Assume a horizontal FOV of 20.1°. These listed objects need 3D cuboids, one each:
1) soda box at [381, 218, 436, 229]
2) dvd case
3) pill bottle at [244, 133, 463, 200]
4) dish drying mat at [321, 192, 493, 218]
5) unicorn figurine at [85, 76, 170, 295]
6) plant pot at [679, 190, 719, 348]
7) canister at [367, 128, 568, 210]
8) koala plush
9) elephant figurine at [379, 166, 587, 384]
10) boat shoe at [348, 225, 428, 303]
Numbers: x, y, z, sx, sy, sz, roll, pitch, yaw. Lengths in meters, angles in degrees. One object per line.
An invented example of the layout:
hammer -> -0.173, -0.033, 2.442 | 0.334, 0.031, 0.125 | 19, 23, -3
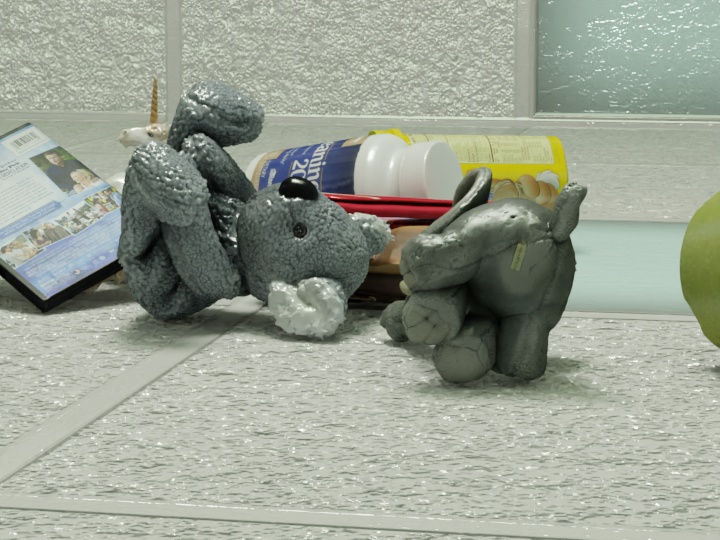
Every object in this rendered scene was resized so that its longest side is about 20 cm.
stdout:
soda box -> 0.064, -0.014, 1.833 | 0.198, 0.064, 0.070 | 2, 9, 10
dvd case -> -0.286, -0.050, 1.792 | 0.142, 0.018, 0.200 | -32, 55, -34
pill bottle -> -0.006, -0.070, 1.938 | 0.199, 0.112, 0.111 | -7, 4, 30
dish drying mat -> 0.043, -0.057, 1.794 | 0.198, 0.018, 0.077 | 1, 5, -27
unicorn figurine -> -0.221, -0.060, 1.868 | 0.136, 0.201, 0.074 | -18, -31, -4
plant pot -> 0.330, -0.005, 1.434 | 0.199, 0.202, 0.184 | -4, -2, -27
canister -> 0.098, -0.082, 2.079 | 0.198, 0.087, 0.149 | -1, -25, -16
koala plush -> -0.081, -0.025, 1.651 | 0.198, 0.185, 0.178 | 17, 34, 9
elephant figurine -> 0.085, -0.004, 1.490 | 0.154, 0.143, 0.200 | -5, 12, 2
boat shoe -> 0.000, 0.000, 1.743 | 0.198, 0.071, 0.071 | 8, 46, 26
